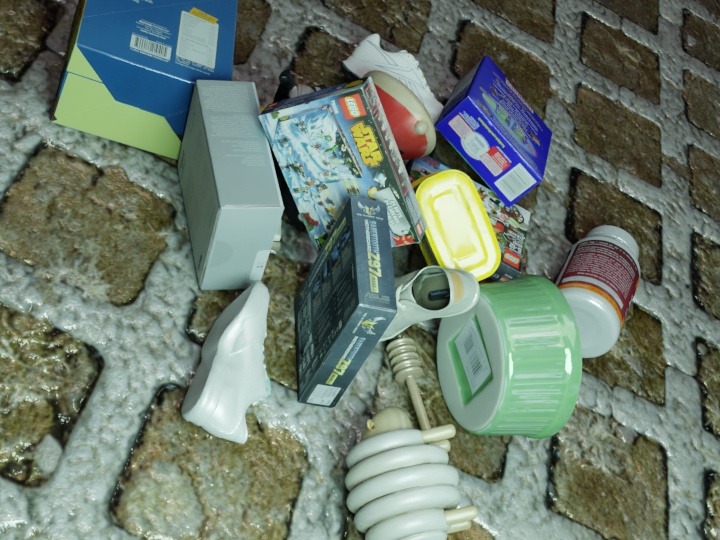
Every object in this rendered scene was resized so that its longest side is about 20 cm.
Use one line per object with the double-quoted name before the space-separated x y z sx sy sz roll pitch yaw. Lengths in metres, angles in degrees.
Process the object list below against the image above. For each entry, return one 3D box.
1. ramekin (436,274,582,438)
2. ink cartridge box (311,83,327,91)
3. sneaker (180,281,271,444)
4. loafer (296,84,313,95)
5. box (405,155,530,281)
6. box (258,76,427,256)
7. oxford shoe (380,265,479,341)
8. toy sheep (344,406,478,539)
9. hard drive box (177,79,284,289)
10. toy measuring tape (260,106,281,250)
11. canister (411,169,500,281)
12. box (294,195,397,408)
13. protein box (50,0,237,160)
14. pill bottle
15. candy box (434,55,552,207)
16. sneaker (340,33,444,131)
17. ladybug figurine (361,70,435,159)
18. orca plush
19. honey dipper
"ramekin" 0.172 0.106 1.326 0.097 0.201 0.201 -1 54 -24
"ink cartridge box" -0.035 -0.171 1.537 0.094 0.044 0.200 -23 68 -41
"sneaker" -0.132 0.106 1.231 0.088 0.075 0.201 35 47 -19
"loafer" -0.064 -0.154 1.464 0.069 0.070 0.202 3 73 -21
"box" 0.146 -0.076 1.576 0.199 0.038 0.137 27 44 -10
"box" -0.019 -0.114 1.276 0.201 0.136 0.040 68 27 -24
"oxford shoe" 0.046 0.038 1.305 0.058 0.199 0.076 14 64 -56
"toy sheep" 0.050 0.242 1.176 0.137 0.138 0.201 3 57 -30
"hard drive box" -0.161 -0.102 1.311 0.076 0.156 0.201 -1 54 -20
"toy measuring tape" -0.130 -0.118 1.435 0.073 0.073 0.202 5 74 -29
"canister" 0.116 -0.056 1.403 0.086 0.200 0.150 -22 92 1
"box" -0.021 0.038 1.252 0.051 0.200 0.159 11 48 -20
"protein box" -0.275 -0.276 1.409 0.197 0.135 0.201 16 47 -20
"pill bottle" 0.334 0.023 1.555 0.113 0.113 0.200 36 44 0
"candy box" 0.206 -0.213 1.648 0.169 0.077 0.200 47 30 -11
"sneaker" 0.069 -0.283 1.656 0.199 0.075 0.087 35 86 -5
"ladybug figurine" 0.039 -0.213 1.550 0.072 0.200 0.136 -35 113 -10
"orca plush" -0.095 -0.141 1.344 0.071 0.202 0.105 -19 31 -29
"honey dipper" 0.074 0.176 1.316 0.038 0.038 0.201 3 54 -30
